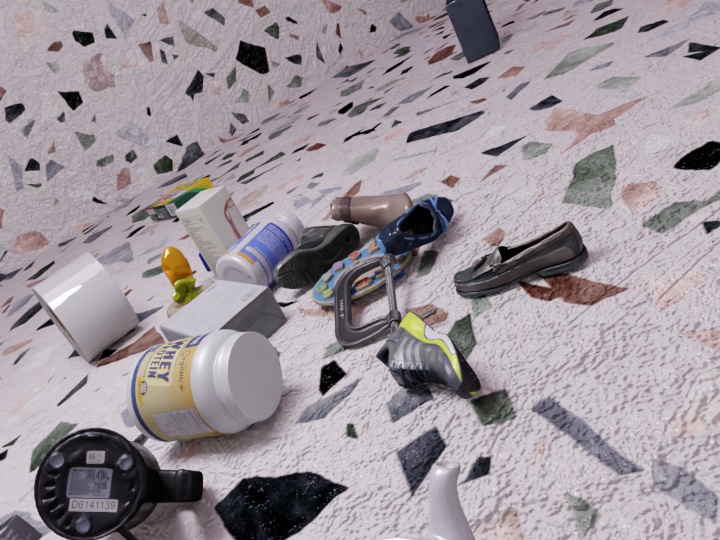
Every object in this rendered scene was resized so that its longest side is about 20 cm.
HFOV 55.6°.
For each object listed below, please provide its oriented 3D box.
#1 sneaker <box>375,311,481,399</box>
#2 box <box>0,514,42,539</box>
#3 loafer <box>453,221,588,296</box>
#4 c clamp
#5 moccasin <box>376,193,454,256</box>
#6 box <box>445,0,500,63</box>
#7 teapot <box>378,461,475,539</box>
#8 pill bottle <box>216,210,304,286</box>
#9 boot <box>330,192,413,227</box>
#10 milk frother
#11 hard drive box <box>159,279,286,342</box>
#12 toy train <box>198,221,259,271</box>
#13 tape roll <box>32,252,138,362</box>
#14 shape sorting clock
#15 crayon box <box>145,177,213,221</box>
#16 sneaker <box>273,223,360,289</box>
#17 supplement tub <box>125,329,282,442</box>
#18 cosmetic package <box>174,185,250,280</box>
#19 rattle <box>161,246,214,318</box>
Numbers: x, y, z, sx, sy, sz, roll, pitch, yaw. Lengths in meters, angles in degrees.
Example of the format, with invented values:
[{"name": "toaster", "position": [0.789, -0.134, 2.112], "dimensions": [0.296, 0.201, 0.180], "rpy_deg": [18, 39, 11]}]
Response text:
[{"name": "sneaker", "position": [0.082, 0.121, 0.856], "dimensions": [0.081, 0.074, 0.200], "rpy_deg": [-41, 19, -7]}, {"name": "box", "position": [-0.506, 0.424, 0.849], "dimensions": [0.157, 0.050, 0.201], "rpy_deg": [-37, 18, 29]}, {"name": "loafer", "position": [0.220, -0.020, 0.977], "dimensions": [0.197, 0.064, 0.072], "rpy_deg": [-17, 25, 25]}, {"name": "c clamp", "position": [0.029, 0.043, 1.068], "dimensions": [0.169, 0.027, 0.202], "rpy_deg": [-32, 38, 16]}, {"name": "moccasin", "position": [0.111, -0.079, 1.177], "dimensions": [0.199, 0.081, 0.068], "rpy_deg": [-39, 1, -43]}, {"name": "box", "position": [0.373, -0.826, 2.268], "dimensions": [0.122, 0.202, 0.198], "rpy_deg": [-21, 23, 18]}, {"name": "teapot", "position": [0.025, 0.274, 0.494], "dimensions": [0.195, 0.148, 0.201], "rpy_deg": [-27, 24, 3]}, {"name": "pill bottle", "position": [-0.199, -0.037, 1.417], "dimensions": [0.111, 0.113, 0.200], "rpy_deg": [-7, 30, 39]}, {"name": "boot", "position": [0.014, -0.115, 1.322], "dimensions": [0.143, 0.072, 0.200], "rpy_deg": [1, 2, -9]}, {"name": "milk frother", "position": [-0.294, 0.308, 0.814], "dimensions": [0.188, 0.177, 0.203], "rpy_deg": [116, 174, -70]}, {"name": "hard drive box", "position": [-0.254, 0.097, 1.250], "dimensions": [0.155, 0.078, 0.198], "rpy_deg": [-41, 27, -28]}, {"name": "toy train", "position": [-0.284, -0.071, 1.635], "dimensions": [0.197, 0.086, 0.116], "rpy_deg": [-28, 10, 0]}, {"name": "tape roll", "position": [-0.609, 0.081, 1.519], "dimensions": [0.139, 0.205, 0.201], "rpy_deg": [-40, 26, -26]}, {"name": "shape sorting clock", "position": [0.000, 0.000, 1.212], "dimensions": [0.197, 0.040, 0.201], "rpy_deg": [-23, 24, 11]}, {"name": "crayon box", "position": [-0.632, -0.249, 2.393], "dimensions": [0.198, 0.059, 0.173], "rpy_deg": [-4, 33, 44]}, {"name": "sneaker", "position": [-0.102, -0.028, 1.343], "dimensions": [0.198, 0.077, 0.113], "rpy_deg": [-38, 23, -29]}, {"name": "supplement tub", "position": [-0.225, 0.166, 0.992], "dimensions": [0.197, 0.146, 0.145], "rpy_deg": [-14, 26, 29]}, {"name": "cosmetic package", "position": [-0.297, -0.070, 1.478], "dimensions": [0.102, 0.202, 0.087], "rpy_deg": [-2, 35, 44]}, {"name": "rattle", "position": [-0.366, 0.044, 1.415], "dimensions": [0.127, 0.146, 0.201], "rpy_deg": [-6, 20, 4]}]
